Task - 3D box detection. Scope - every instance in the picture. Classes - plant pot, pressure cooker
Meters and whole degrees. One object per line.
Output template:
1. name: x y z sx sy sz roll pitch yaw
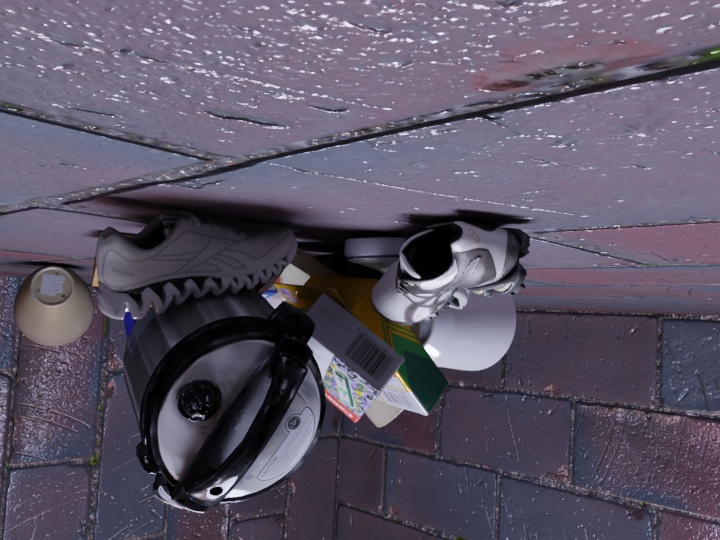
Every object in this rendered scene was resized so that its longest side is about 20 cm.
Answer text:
1. plant pot: -0.723 0.064 1.660 0.184 0.191 0.200 5 161 -20
2. pressure cooker: -0.128 0.115 0.662 0.176 0.179 0.200 -11 -159 -23

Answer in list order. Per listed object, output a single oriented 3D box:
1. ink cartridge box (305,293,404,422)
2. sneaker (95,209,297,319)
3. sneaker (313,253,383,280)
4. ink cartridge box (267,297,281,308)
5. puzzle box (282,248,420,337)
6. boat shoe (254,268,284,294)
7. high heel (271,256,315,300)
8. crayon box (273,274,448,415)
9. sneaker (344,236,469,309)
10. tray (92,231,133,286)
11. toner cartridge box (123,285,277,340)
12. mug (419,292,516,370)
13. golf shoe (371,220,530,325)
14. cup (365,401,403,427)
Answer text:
1. ink cartridge box: -0.027 0.112 0.792 0.108 0.050 0.201 38 153 7
2. sneaker: -0.147 -0.019 0.655 0.198 0.083 0.075 -17 -158 -32
3. sneaker: 0.000 0.000 0.906 0.198 0.079 0.086 8 145 46
4. ink cartridge box: -0.195 0.033 1.097 0.197 0.069 0.116 18 178 -29
5. puzzle box: -0.015 0.058 0.900 0.198 0.025 0.134 32 152 18
6. boat shoe: -0.165 0.032 0.798 0.198 0.071 0.070 -33 -177 2
7. high heel: -0.078 0.002 1.038 0.197 0.068 0.096 18 -149 11
8. crayon box: 0.001 0.073 0.811 0.125 0.052 0.201 4 137 52
9. sneaker: 0.063 0.005 0.786 0.198 0.072 0.072 10 172 -40
10. tray: -0.250 -0.006 0.944 0.197 0.038 0.099 4 155 -25
11. toner cartridge box: -0.214 0.042 0.934 0.198 0.044 0.094 -24 162 30
12. mug: 0.097 0.065 0.970 0.184 0.153 0.152 2 180 41
13. golf shoe: 0.058 -0.006 0.650 0.093 0.079 0.199 19 152 -31
14. cup: 0.040 0.137 1.187 0.143 0.201 0.200 41 173 -2
